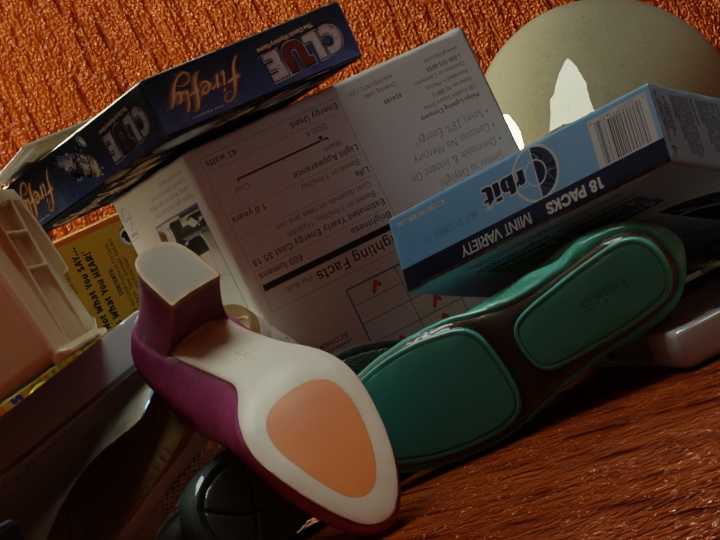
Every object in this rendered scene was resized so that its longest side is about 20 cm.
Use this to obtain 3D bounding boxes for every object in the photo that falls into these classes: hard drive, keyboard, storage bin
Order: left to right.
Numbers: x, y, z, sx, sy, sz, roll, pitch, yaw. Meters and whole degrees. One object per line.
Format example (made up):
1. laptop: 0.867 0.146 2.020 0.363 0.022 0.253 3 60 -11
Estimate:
1. storage bin: -0.237 0.053 1.176 0.200 0.094 0.199 -36 2 0
2. hard drive: -0.169 0.111 1.269 0.132 0.027 0.200 -40 -14 -32
3. keyboard: -0.126 -0.094 1.387 0.199 0.011 0.056 -26 -1 -36

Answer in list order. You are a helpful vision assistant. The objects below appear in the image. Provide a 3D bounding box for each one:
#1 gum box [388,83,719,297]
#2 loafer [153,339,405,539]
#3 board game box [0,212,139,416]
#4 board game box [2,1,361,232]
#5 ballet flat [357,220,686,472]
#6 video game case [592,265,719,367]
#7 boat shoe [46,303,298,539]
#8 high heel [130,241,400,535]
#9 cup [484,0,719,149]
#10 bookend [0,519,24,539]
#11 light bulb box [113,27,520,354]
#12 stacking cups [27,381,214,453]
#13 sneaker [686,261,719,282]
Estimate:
1. gum box: 0.142 -0.034 1.225 0.169 0.045 0.199 -27 -20 36
2. loafer: -0.030 0.094 1.208 0.200 0.072 0.063 -30 -1 -42
3. board game box: -0.195 0.078 1.727 0.199 0.201 0.200 -25 2 -21
4. board game box: -0.103 -0.080 1.312 0.135 0.035 0.200 -27 0 -33
5. ballet flat: 0.079 0.039 1.172 0.199 0.068 0.070 -32 -3 18
6. video game case: 0.222 -0.001 1.211 0.199 0.022 0.182 -25 2 -10
7. boat shoe: -0.095 0.113 1.244 0.200 0.069 0.071 -50 33 16
8. high heel: -0.047 0.076 1.128 0.067 0.200 0.096 -33 -36 -26
9. cup: 0.169 -0.076 1.660 0.199 0.201 0.143 -24 14 18
10. bookend: -0.206 0.166 1.102 0.199 0.093 0.198 -23 3 32
11. light bulb box: 0.000 0.000 1.347 0.197 0.201 0.125 -26 1 -26
12. stacking cups: -0.125 0.100 1.545 0.199 0.061 0.060 -3 12 27
13. sneaker: 0.217 -0.043 1.360 0.130 0.080 0.200 -26 -17 -1
